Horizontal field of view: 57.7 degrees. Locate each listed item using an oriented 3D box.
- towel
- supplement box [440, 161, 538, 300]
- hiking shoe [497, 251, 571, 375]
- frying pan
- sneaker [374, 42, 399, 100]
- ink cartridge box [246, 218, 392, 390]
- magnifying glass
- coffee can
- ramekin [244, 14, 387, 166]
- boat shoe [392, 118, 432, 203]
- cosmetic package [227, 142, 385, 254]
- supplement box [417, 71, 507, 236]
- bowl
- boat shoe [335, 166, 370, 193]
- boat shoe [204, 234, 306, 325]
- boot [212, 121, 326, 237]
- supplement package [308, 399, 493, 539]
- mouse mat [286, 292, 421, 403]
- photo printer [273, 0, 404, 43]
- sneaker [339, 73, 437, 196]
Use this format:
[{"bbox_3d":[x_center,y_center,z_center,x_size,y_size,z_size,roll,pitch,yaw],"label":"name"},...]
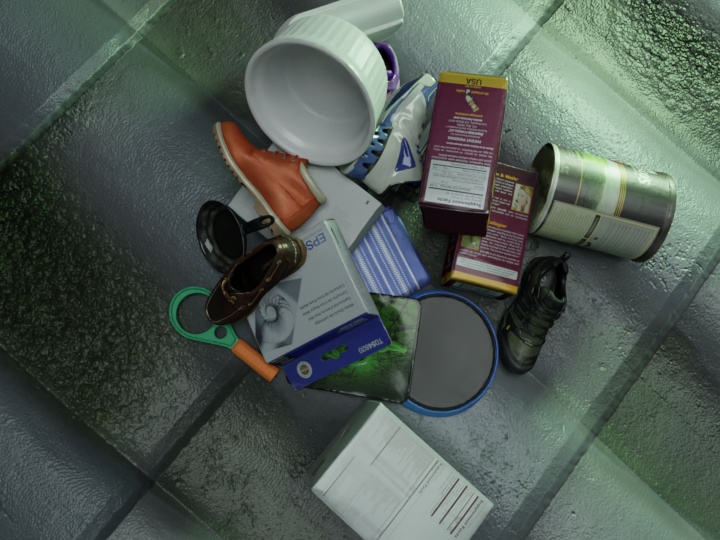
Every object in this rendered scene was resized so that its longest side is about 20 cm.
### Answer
[{"bbox_3d":[0.000,0.000,1.055,0.198,0.024,0.146,-28,84,-8],"label":"towel"},{"bbox_3d":[0.206,-0.066,1.054,0.109,0.086,0.203,14,80,-3],"label":"supplement box"},{"bbox_3d":[0.275,0.065,1.032,0.075,0.101,0.203,19,79,-2],"label":"hiking shoe"},{"bbox_3d":[-0.191,-0.071,0.980,0.031,0.190,0.116,-22,75,-47],"label":"frying pan"},{"bbox_3d":[0.033,-0.282,1.072,0.079,0.088,0.204,-3,82,-8],"label":"sneaker"},{"bbox_3d":[-0.078,0.058,0.965,0.198,0.040,0.202,-29,85,26],"label":"ink cartridge box"},{"bbox_3d":[-0.210,0.102,1.017,0.199,0.022,0.080,38,79,3],"label":"magnifying glass"},{"bbox_3d":[0.374,-0.108,1.048,0.197,0.146,0.149,13,79,-3],"label":"coffee can"},{"bbox_3d":[-0.056,-0.259,0.931,0.198,0.201,0.098,27,53,-1],"label":"ramekin"},{"bbox_3d":[0.124,-0.202,1.081,0.063,0.071,0.201,36,87,2],"label":"boat shoe"},{"bbox_3d":[-0.084,-0.099,1.016,0.199,0.052,0.152,39,96,10],"label":"cosmetic package"},{"bbox_3d":[0.152,-0.167,0.962,0.102,0.131,0.203,9,81,10],"label":"supplement box"},{"bbox_3d":[0.124,0.129,1.037,0.197,0.039,0.204,1,80,-6],"label":"bowl"},{"bbox_3d":[-0.040,-0.211,1.065,0.075,0.060,0.201,-36,86,-11],"label":"boat shoe"},{"bbox_3d":[-0.166,0.015,0.943,0.200,0.070,0.071,-41,76,26],"label":"boat shoe"},{"bbox_3d":[-0.135,-0.154,0.972,0.107,0.075,0.201,-36,89,3],"label":"boot"},{"bbox_3d":[0.046,0.304,0.921,0.200,0.191,0.147,41,80,2],"label":"supplement package"},{"bbox_3d":[-0.011,0.111,1.013,0.197,0.008,0.164,8,87,9],"label":"mouse mat"},{"bbox_3d":[-0.044,-0.378,1.041,0.197,0.166,0.070,-22,102,-10],"label":"photo printer"},{"bbox_3d":[0.064,-0.192,1.012,0.115,0.080,0.201,40,77,-22],"label":"sneaker"}]
